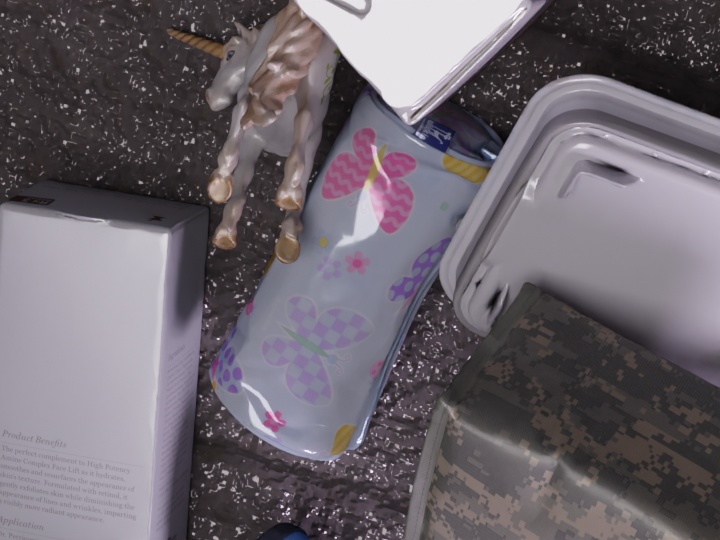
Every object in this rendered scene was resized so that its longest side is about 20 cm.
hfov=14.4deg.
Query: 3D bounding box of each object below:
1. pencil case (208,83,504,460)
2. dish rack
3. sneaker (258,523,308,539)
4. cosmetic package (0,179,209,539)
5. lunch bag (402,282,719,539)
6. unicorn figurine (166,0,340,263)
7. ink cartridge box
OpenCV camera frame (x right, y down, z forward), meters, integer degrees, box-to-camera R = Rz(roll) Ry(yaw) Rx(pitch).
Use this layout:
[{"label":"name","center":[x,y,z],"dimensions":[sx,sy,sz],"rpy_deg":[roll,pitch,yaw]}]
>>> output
[{"label":"pencil case","center":[0.000,0.000,1.472],"dimensions":[0.090,0.083,0.200],"rpy_deg":[28,110,-7]},{"label":"dish rack","center":[0.151,0.002,1.385],"dimensions":[0.199,0.044,0.172],"rpy_deg":[20,133,-9]},{"label":"sneaker","center":[-0.036,0.235,1.537],"dimensions":[0.078,0.066,0.201],"rpy_deg":[23,116,34]},{"label":"cosmetic package","center":[-0.143,0.059,1.535],"dimensions":[0.101,0.074,0.201],"rpy_deg":[10,105,13]},{"label":"lunch bag","center":[0.110,0.133,1.388],"dimensions":[0.164,0.118,0.200],"rpy_deg":[28,137,13]},{"label":"unicorn figurine","center":[-0.044,-0.080,1.410],"dimensions":[0.074,0.200,0.138],"rpy_deg":[17,69,-17]},{"label":"ink cartridge box","center":[0.017,-0.157,1.358],"dimensions":[0.084,0.200,0.145],"rpy_deg":[-42,90,12]}]
